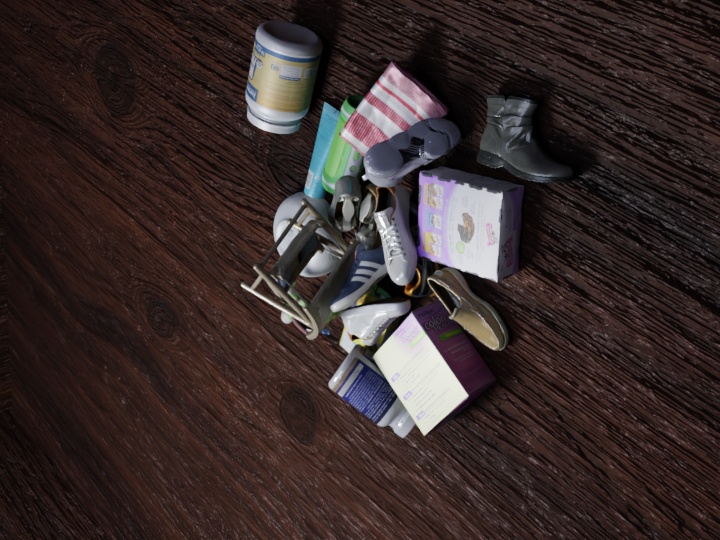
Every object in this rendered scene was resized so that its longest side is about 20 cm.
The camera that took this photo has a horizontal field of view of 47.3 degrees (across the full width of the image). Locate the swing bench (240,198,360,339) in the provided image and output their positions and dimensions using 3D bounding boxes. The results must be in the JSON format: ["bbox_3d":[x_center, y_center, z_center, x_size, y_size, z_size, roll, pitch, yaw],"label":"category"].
[{"bbox_3d":[-0.108,0.000,1.731,0.199,0.200,0.130,37,153,-6],"label":"swing bench"}]

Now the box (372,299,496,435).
[{"bbox_3d":[0.147,0.198,1.679,0.201,0.096,0.176,55,136,17],"label":"box"}]

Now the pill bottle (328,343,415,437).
[{"bbox_3d":[0.039,0.261,1.768,0.199,0.116,0.116,37,132,3],"label":"pill bottle"}]

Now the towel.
[{"bbox_3d":[0.061,-0.286,1.588,0.143,0.023,0.200,39,128,-6],"label":"towel"}]

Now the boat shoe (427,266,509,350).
[{"bbox_3d":[0.201,0.082,1.592,0.200,0.076,0.072,48,133,24],"label":"boat shoe"}]

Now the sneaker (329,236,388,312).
[{"bbox_3d":[0.000,0.000,1.700,0.085,0.199,0.075,49,166,3],"label":"sneaker"}]

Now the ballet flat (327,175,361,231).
[{"bbox_3d":[-0.033,-0.121,1.734,0.201,0.066,0.065,99,164,-60],"label":"ballet flat"}]

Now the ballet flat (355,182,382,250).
[{"bbox_3d":[0.016,-0.099,1.738,0.068,0.063,0.203,30,125,34],"label":"ballet flat"}]

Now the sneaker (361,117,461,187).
[{"bbox_3d":[0.089,-0.220,1.551,0.076,0.197,0.115,65,167,5],"label":"sneaker"}]

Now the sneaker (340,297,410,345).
[{"bbox_3d":[0.040,0.106,1.708,0.199,0.072,0.086,-17,88,52],"label":"sneaker"}]

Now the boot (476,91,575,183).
[{"bbox_3d":[0.284,-0.230,1.402,0.198,0.067,0.133,25,116,38],"label":"boot"}]

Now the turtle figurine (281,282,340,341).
[{"bbox_3d":[-0.104,0.063,1.892,0.194,0.142,0.203,-35,68,63],"label":"turtle figurine"}]

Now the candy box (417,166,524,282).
[{"bbox_3d":[0.202,-0.090,1.533,0.198,0.071,0.171,21,118,42],"label":"candy box"}]

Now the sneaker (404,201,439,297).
[{"bbox_3d":[0.106,-0.042,1.652,0.078,0.076,0.203,-18,89,51],"label":"sneaker"}]

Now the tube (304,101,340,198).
[{"bbox_3d":[-0.078,-0.258,1.800,0.077,0.050,0.203,34,122,30],"label":"tube"}]

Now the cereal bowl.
[{"bbox_3d":[-0.136,-0.077,1.898,0.198,0.083,0.204,21,119,42],"label":"cereal bowl"}]

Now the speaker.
[{"bbox_3d":[-0.021,-0.256,1.706,0.088,0.088,0.202,42,131,29],"label":"speaker"}]

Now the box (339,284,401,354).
[{"bbox_3d":[0.025,0.114,1.818,0.117,0.048,0.202,39,131,30],"label":"box"}]

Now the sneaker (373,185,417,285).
[{"bbox_3d":[0.057,-0.072,1.601,0.072,0.084,0.204,-17,73,34],"label":"sneaker"}]

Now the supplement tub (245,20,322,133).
[{"bbox_3d":[-0.168,-0.413,1.763,0.144,0.143,0.202,39,129,31],"label":"supplement tub"}]
